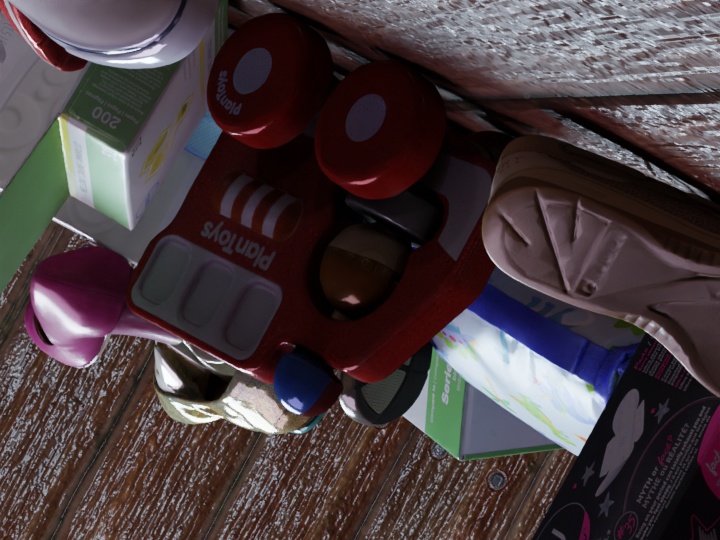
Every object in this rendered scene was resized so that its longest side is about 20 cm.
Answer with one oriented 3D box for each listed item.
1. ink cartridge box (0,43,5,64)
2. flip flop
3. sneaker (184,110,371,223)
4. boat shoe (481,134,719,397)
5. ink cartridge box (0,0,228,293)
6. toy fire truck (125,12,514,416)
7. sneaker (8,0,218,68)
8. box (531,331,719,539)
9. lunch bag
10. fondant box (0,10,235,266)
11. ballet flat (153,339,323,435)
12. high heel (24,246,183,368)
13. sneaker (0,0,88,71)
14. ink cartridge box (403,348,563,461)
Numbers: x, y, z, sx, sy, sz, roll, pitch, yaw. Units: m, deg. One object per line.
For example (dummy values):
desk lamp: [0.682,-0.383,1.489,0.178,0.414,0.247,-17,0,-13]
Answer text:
ink cartridge box: [-0.265,-0.144,1.471,0.200,0.117,0.067,54,-178,13]
flip flop: [0.000,0.000,1.612,0.057,0.201,0.081,-13,145,18]
sneaker: [-0.035,-0.058,1.561,0.200,0.090,0.079,20,141,41]
boat shoe: [0.148,-0.001,1.254,0.199,0.071,0.065,29,-147,-10]
ink cartridge box: [-0.135,-0.050,1.477,0.048,0.200,0.146,29,166,5]
toy fire truck: [-0.015,-0.018,1.418,0.200,0.168,0.112,27,178,44]
sneaker: [-0.150,-0.149,1.334,0.200,0.073,0.071,28,-179,38]
box: [0.182,0.106,1.360,0.132,0.201,0.115,29,180,-21]
lunch bag: [0.135,0.045,1.583,0.200,0.128,0.170,18,-173,-46]
fondant box: [-0.126,-0.084,1.670,0.199,0.145,0.058,29,176,-5]
ballet flat: [-0.081,0.051,1.649,0.071,0.071,0.200,29,171,-24]
high heel: [-0.174,0.011,1.658,0.096,0.068,0.200,19,166,-26]
sneaker: [-0.177,-0.156,1.512,0.115,0.079,0.200,27,177,18]
ink cartridge box: [0.081,0.041,1.842,0.146,0.085,0.200,-5,-159,-27]
